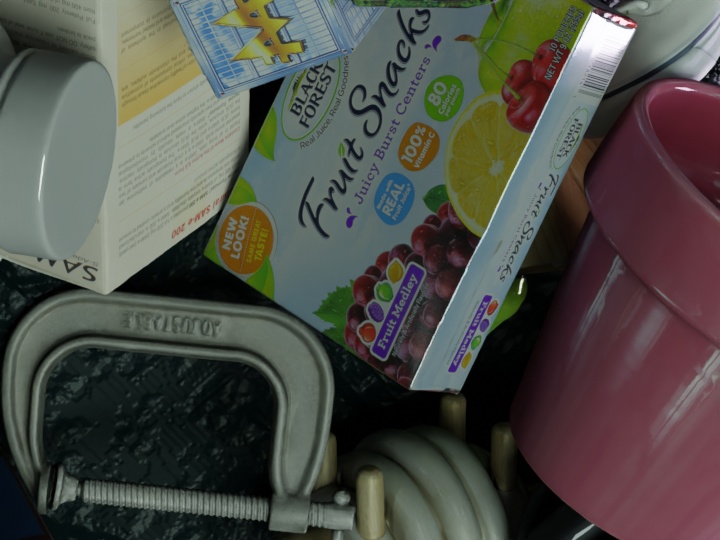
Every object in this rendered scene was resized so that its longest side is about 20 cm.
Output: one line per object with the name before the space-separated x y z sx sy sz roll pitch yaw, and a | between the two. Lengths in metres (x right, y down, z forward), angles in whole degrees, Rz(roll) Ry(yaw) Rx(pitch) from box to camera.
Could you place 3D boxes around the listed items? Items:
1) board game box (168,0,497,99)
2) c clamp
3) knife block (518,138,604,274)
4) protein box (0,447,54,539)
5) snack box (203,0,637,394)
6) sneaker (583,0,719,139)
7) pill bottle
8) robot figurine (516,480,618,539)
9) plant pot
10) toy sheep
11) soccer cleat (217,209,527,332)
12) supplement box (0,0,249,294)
board game box | 0.013 -0.160 1.294 0.200 0.199 0.062 -55 134 -33
c clamp | -0.094 0.096 1.496 0.199 0.027 0.172 12 99 -3
knife block | 0.086 -0.086 1.501 0.200 0.064 0.177 -5 84 -58
protein box | -0.255 0.226 1.487 0.198 0.135 0.201 -11 122 -20
snack box | 0.026 -0.062 1.383 0.053 0.142 0.201 10 109 -56
sneaker | 0.159 -0.149 1.483 0.200 0.073 0.071 -49 116 -29
pill bottle | -0.216 -0.067 1.281 0.199 0.120 0.120 11 121 14
robot figurine | 0.155 0.158 1.557 0.200 0.124 0.151 23 67 -67
plant pot | 0.172 0.034 1.409 0.199 0.200 0.179 17 118 -32
toy sheep | 0.033 0.145 1.584 0.199 0.138 0.138 -13 124 -28
soccer cleat | 0.000 0.000 1.521 0.199 0.068 0.081 17 122 -33
supplement box | -0.114 -0.108 1.360 0.126 0.073 0.201 -38 139 -49
